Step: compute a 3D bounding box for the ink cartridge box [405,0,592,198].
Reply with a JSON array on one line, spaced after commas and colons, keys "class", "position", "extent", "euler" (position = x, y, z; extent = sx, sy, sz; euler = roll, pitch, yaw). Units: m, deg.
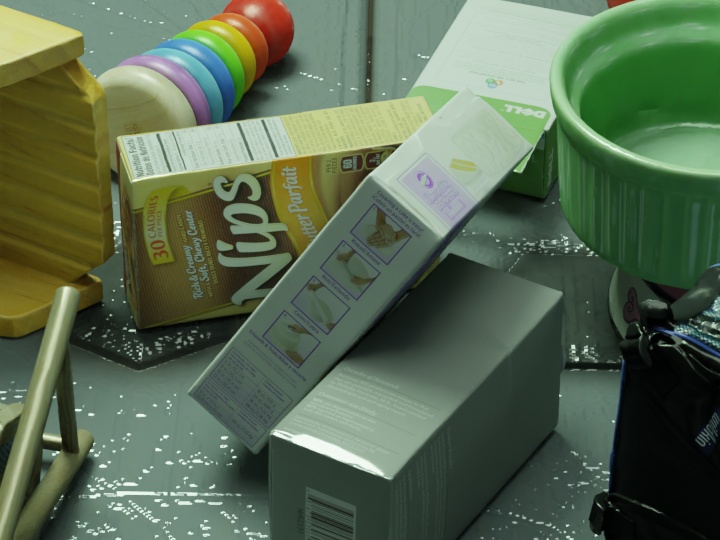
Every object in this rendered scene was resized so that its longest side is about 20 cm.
[{"class": "ink cartridge box", "position": [0.091, -0.106, 1.875], "extent": [0.104, 0.059, 0.200], "euler": [13, 39, 16]}]

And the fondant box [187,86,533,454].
[{"class": "fondant box", "position": [0.000, 0.000, 1.602], "extent": [0.058, 0.200, 0.144], "euler": [41, 34, 3]}]

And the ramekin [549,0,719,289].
[{"class": "ramekin", "position": [0.212, -0.076, 1.684], "extent": [0.199, 0.098, 0.200], "euler": [0, 37, 0]}]

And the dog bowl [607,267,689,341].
[{"class": "dog bowl", "position": [0.256, -0.002, 1.729], "extent": [0.200, 0.074, 0.200], "euler": [1, 37, -1]}]

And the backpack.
[{"class": "backpack", "position": [0.249, 0.102, 1.501], "extent": [0.200, 0.183, 0.147], "euler": [30, 47, 26]}]

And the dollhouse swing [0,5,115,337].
[{"class": "dollhouse swing", "position": [-0.273, -0.041, 1.667], "extent": [0.181, 0.200, 0.176], "euler": [19, 40, 23]}]

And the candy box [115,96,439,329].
[{"class": "candy box", "position": [-0.050, -0.036, 1.735], "extent": [0.199, 0.116, 0.055], "euler": [-9, 37, -12]}]

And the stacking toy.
[{"class": "stacking toy", "position": [-0.104, -0.138, 1.905], "extent": [0.085, 0.086, 0.200], "euler": [18, 36, 22]}]

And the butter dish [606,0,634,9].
[{"class": "butter dish", "position": [0.264, -0.223, 1.840], "extent": [0.200, 0.200, 0.148], "euler": [-19, -4, 21]}]

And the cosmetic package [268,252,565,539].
[{"class": "cosmetic package", "position": [0.035, 0.089, 1.579], "extent": [0.090, 0.107, 0.200], "euler": [18, 39, 23]}]

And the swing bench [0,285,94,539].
[{"class": "swing bench", "position": [-0.272, 0.107, 1.539], "extent": [0.198, 0.130, 0.200], "euler": [8, 43, 9]}]
